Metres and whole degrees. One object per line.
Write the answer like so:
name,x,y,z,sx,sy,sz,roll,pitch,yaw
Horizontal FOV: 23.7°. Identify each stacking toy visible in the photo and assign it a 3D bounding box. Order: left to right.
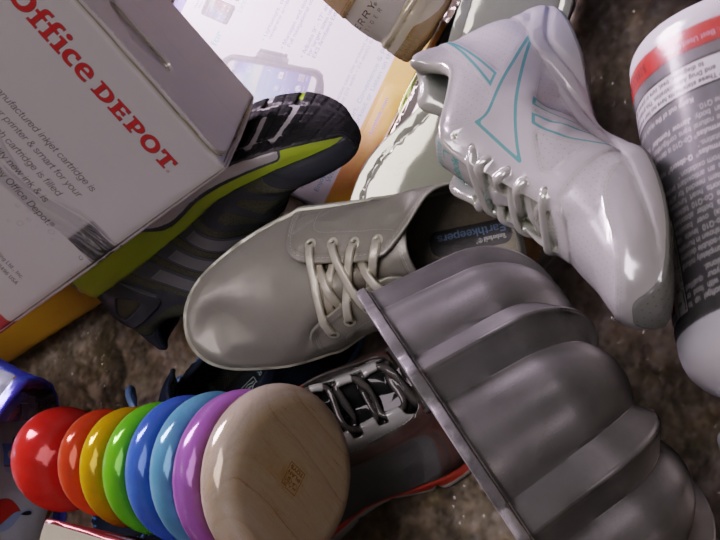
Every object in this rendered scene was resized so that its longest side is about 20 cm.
stacking toy,-0.102,0.094,0.832,0.200,0.085,0.086,-1,76,43

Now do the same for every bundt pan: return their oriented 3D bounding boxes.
bundt pan,0.083,0.072,0.734,0.076,0.202,0.202,-34,59,1

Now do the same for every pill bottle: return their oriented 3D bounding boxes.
pill bottle,0.186,-0.011,0.734,0.116,0.116,0.201,-17,68,29

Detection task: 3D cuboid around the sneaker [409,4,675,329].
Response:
sneaker,0.079,-0.041,0.759,0.080,0.071,0.201,-13,43,-9

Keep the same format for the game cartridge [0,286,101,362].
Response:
game cartridge,-0.211,-0.038,0.978,0.200,0.176,0.032,-31,33,22

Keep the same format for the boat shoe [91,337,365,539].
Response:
boat shoe,-0.086,0.072,0.920,0.200,0.069,0.084,-53,55,10

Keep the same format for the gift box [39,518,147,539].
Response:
gift box,-0.061,0.233,0.789,0.200,0.184,0.187,8,79,41

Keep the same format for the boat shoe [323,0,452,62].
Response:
boat shoe,0.037,-0.205,0.883,0.201,0.069,0.074,-67,9,-25

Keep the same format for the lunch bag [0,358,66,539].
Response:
lunch bag,-0.259,0.133,0.971,0.170,0.124,0.201,17,97,33

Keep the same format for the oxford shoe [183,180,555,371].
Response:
oxford shoe,0.000,0.000,0.829,0.199,0.058,0.075,-17,94,17

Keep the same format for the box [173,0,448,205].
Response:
box,-0.043,-0.111,0.964,0.200,0.041,0.119,29,94,38

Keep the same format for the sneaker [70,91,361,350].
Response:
sneaker,-0.070,-0.025,0.912,0.200,0.081,0.074,-29,22,35

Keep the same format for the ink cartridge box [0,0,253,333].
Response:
ink cartridge box,-0.175,-0.071,0.867,0.200,0.147,0.083,-33,20,24

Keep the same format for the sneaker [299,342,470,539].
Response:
sneaker,0.000,0.080,0.853,0.200,0.082,0.077,-42,58,17

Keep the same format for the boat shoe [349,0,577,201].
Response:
boat shoe,0.052,-0.071,0.875,0.072,0.060,0.202,26,95,4
